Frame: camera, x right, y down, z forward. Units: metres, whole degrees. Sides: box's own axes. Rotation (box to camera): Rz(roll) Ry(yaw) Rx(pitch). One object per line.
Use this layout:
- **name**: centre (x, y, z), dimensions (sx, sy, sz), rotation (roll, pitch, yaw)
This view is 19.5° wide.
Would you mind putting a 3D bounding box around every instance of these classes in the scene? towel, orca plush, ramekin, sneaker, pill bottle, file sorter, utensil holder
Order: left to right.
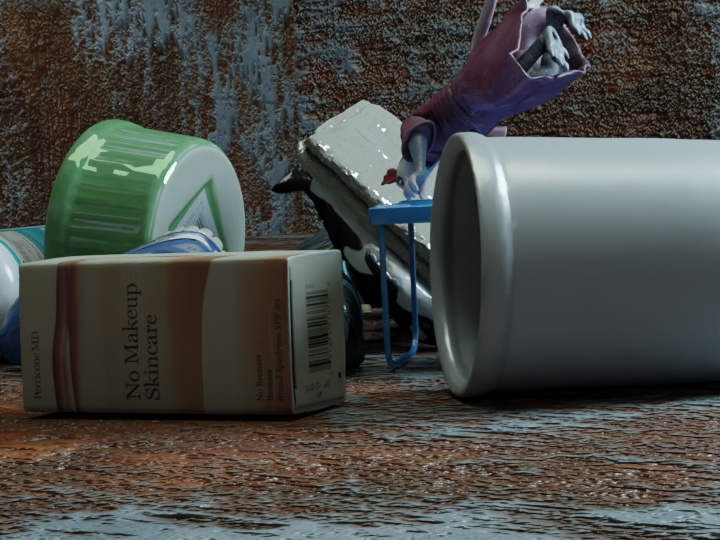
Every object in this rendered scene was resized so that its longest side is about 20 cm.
- **pill bottle**: centre (-0.309, 0.020, 1.795), dimensions (0.110, 0.112, 0.200), rotation (-1, 3, 26)
- **sneaker**: centre (-0.205, 0.024, 1.672), dimensions (0.199, 0.079, 0.089), rotation (-24, 7, 12)
- **ramekin**: centre (-0.180, -0.027, 1.814), dimensions (0.097, 0.202, 0.200), rotation (6, 6, 24)
- **sneaker**: centre (-0.042, 0.037, 1.521), dimensions (0.072, 0.083, 0.200), rotation (0, 5, 7)
- **orca plush**: centre (0.000, 0.000, 1.740), dimensions (0.200, 0.071, 0.105), rotation (40, 21, 1)
- **towel**: centre (0.043, -0.057, 1.757), dimensions (0.035, 0.200, 0.132), rotation (-51, -8, 32)
- **file sorter**: centre (0.117, 0.006, 1.583), dimensions (0.198, 0.124, 0.139), rotation (-2, 3, 12)
- **utensil holder**: centre (0.157, -0.006, 1.370), dimensions (0.198, 0.172, 0.170), rotation (-2, 3, -10)

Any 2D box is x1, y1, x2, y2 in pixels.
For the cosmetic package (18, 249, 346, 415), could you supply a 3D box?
- **cosmetic package**: centre (-0.116, 0.040, 1.361), dimensions (0.198, 0.105, 0.087), rotation (-3, 2, 24)

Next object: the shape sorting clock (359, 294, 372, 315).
- **shape sorting clock**: centre (-0.088, 0.050, 1.702), dimensions (0.198, 0.040, 0.200), rotation (-12, 0, 0)

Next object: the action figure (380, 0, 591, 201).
- **action figure**: centre (0.079, -0.130, 1.617), dimensions (0.200, 0.150, 0.133), rotation (-38, -27, 30)

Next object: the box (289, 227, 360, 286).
- **box**: centre (-0.005, -0.018, 1.888), dimensions (0.157, 0.051, 0.200), rotation (-22, 10, 48)
